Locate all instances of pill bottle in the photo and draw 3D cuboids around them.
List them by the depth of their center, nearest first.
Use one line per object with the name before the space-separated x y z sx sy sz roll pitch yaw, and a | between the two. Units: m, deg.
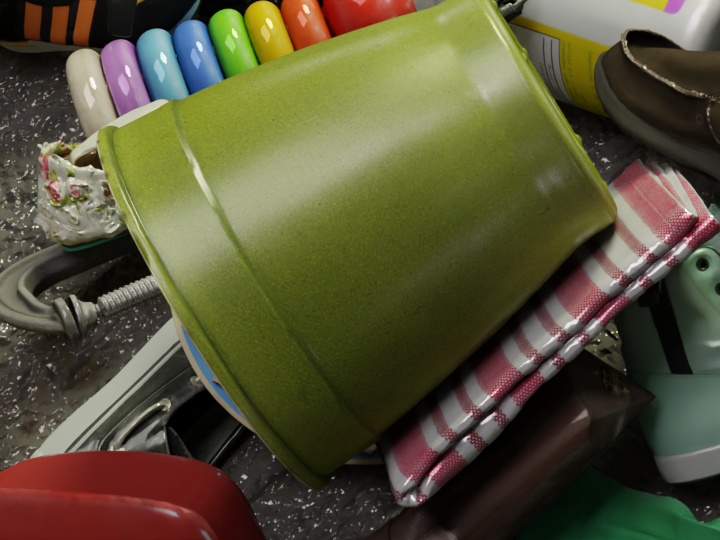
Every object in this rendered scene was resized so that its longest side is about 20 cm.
pill bottle | 0.126 -0.139 1.583 0.200 0.104 0.104 23 68 36

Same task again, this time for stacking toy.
stacking toy | -0.062 -0.117 1.684 0.200 0.085 0.085 -20 49 2

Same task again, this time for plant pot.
plant pot | 0.010 -0.031 1.398 0.193 0.200 0.201 -31 48 6

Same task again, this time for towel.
towel | 0.086 0.029 1.409 0.200 0.030 0.146 -44 10 6

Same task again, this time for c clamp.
c clamp | -0.103 -0.007 1.598 0.200 0.027 0.171 -21 26 -9

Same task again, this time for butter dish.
butter dish | -0.109 0.159 1.450 0.200 0.200 0.148 0 32 29

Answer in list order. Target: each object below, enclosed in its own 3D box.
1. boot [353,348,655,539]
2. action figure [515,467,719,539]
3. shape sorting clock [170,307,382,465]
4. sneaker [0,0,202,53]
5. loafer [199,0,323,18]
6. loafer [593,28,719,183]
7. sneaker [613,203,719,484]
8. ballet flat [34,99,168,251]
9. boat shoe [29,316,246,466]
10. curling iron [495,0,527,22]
boot | 0.052 0.121 1.381 0.200 0.064 0.186 -40 13 12
action figure | 0.159 0.158 1.379 0.200 0.055 0.118 10 59 36
shape sorting clock | 0.000 0.000 1.518 0.200 0.039 0.200 0 88 4
sneaker | -0.179 -0.167 1.732 0.200 0.090 0.070 -2 78 42
loafer | -0.017 -0.197 1.727 0.200 0.068 0.070 -15 29 22
loafer | 0.190 -0.076 1.414 0.200 0.073 0.071 39 117 45
sneaker | 0.216 0.015 1.408 0.200 0.118 0.074 -22 8 11
ballet flat | -0.086 -0.068 1.624 0.200 0.064 0.076 -19 23 -9
boat shoe | -0.113 0.097 1.546 0.064 0.071 0.200 25 68 38
curling iron | 0.007 -0.093 1.562 0.200 0.050 0.026 -36 90 20
